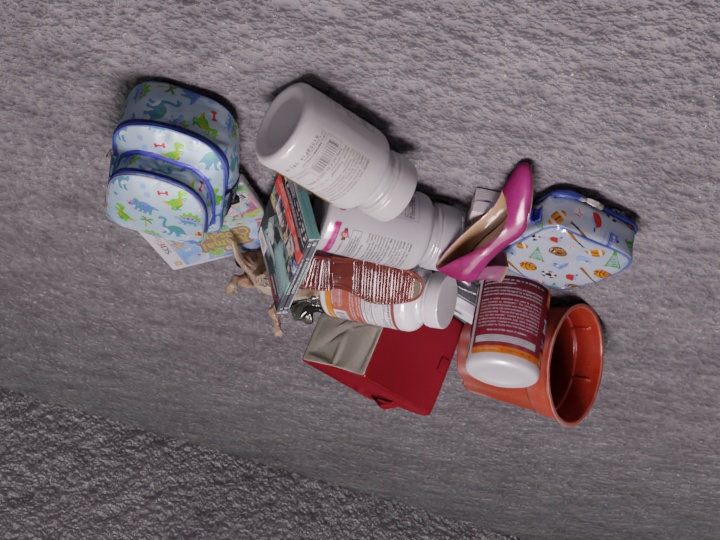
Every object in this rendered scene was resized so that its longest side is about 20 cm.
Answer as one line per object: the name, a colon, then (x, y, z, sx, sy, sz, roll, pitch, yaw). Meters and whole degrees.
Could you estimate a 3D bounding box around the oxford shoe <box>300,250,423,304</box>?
oxford shoe: (0.000, 0.000, 1.625, 0.198, 0.071, 0.075, 12, -161, 7)

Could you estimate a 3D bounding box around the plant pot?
plant pot: (0.281, 0.148, 1.843, 0.194, 0.203, 0.200, 5, 158, 39)

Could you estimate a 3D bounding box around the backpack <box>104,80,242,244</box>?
backpack: (-0.253, -0.140, 1.470, 0.181, 0.148, 0.201, 16, 142, -2)

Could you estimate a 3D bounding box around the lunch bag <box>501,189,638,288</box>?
lunch bag: (0.282, -0.043, 1.526, 0.159, 0.076, 0.200, 23, 156, -16)

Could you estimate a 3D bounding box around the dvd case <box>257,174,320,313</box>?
dvd case: (-0.107, -0.050, 1.585, 0.022, 0.147, 0.201, -4, 148, -23)

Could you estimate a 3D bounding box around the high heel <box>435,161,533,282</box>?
high heel: (0.169, -0.063, 1.466, 0.095, 0.068, 0.202, 6, 125, -9)

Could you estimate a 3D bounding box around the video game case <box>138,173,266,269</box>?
video game case: (-0.239, -0.071, 1.685, 0.198, 0.022, 0.182, -13, 149, 12)

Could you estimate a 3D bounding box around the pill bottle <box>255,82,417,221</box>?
pill bottle: (-0.027, -0.145, 1.401, 0.199, 0.116, 0.114, 28, 153, -33)

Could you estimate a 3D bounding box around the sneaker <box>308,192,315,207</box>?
sneaker: (-0.005, -0.069, 1.629, 0.198, 0.073, 0.115, 12, 155, 4)

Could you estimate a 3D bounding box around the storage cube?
storage cube: (0.039, 0.124, 1.869, 0.170, 0.202, 0.179, 10, 162, 48)

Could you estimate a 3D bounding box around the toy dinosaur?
toy dinosaur: (-0.139, 0.008, 1.741, 0.199, 0.136, 0.086, 38, 125, -16)

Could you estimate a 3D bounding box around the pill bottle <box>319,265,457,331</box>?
pill bottle: (0.045, 0.032, 1.700, 0.198, 0.113, 0.112, 10, 158, 25)

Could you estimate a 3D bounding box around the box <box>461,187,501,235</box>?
box: (0.170, -0.057, 1.597, 0.041, 0.039, 0.200, 13, 157, 1)

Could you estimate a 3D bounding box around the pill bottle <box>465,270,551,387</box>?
pill bottle: (0.227, 0.065, 1.641, 0.112, 0.202, 0.113, 11, 158, 4)

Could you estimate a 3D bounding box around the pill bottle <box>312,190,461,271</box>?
pill bottle: (0.036, -0.065, 1.546, 0.198, 0.115, 0.113, 13, 158, -16)

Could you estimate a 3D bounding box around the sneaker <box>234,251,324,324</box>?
sneaker: (-0.127, 0.028, 1.851, 0.197, 0.116, 0.076, 13, -174, 8)

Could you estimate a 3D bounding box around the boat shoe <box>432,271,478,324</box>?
boat shoe: (0.149, 0.023, 1.765, 0.199, 0.068, 0.072, 33, 168, 10)
